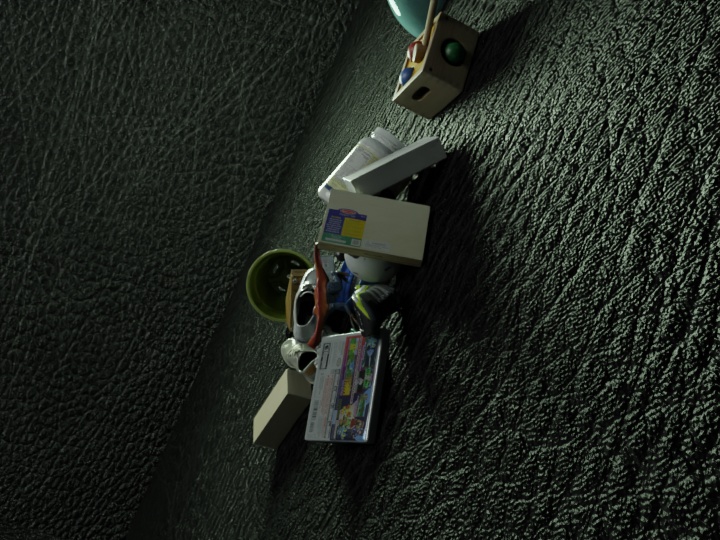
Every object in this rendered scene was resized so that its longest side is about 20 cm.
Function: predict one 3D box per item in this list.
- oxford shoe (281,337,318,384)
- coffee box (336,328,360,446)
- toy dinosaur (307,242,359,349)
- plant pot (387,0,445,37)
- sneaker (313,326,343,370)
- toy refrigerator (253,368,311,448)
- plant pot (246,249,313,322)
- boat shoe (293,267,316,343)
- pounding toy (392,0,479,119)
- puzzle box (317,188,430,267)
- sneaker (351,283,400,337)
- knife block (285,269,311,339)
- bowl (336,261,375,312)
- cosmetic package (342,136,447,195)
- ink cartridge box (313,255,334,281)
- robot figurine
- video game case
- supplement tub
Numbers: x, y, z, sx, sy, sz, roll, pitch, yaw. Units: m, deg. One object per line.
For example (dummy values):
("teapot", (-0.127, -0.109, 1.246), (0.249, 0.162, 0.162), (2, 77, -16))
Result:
("oxford shoe", (-0.133, 0.193, 1.629), (0.075, 0.058, 0.200), (-46, 31, -7))
("coffee box", (-0.023, 0.220, 1.374), (0.201, 0.044, 0.123), (-67, 18, 1))
("toy dinosaur", (-0.085, 0.072, 1.482), (0.105, 0.200, 0.182), (-40, 5, 31))
("plant pot", (0.153, -0.775, 2.009), (0.200, 0.134, 0.200), (-56, 20, 32))
("sneaker", (-0.053, 0.165, 1.526), (0.081, 0.075, 0.200), (-45, 19, 8))
("toy refrigerator", (-0.184, 0.331, 1.703), (0.200, 0.070, 0.076), (-57, 26, 33))
("plant pot", (-0.211, 0.030, 2.039), (0.190, 0.199, 0.201), (-90, 25, -83))
("boat shoe", (-0.107, 0.063, 1.578), (0.066, 0.073, 0.201), (89, -177, -49))
("pounding toy", (0.158, -0.472, 1.561), (0.200, 0.142, 0.185), (-29, 41, 65))
("puzzle box", (0.027, -0.083, 1.362), (0.025, 0.199, 0.134), (97, -175, -56))
("sneaker", (0.031, 0.061, 1.298), (0.200, 0.081, 0.074), (-83, -22, -74))
("knife block", (-0.149, 0.079, 1.755), (0.176, 0.064, 0.201), (-130, 42, -72))
("bowl", (0.000, 0.000, 1.611), (0.201, 0.039, 0.201), (-57, 19, 32))
("cosmetic package", (0.069, -0.206, 1.453), (0.199, 0.051, 0.083), (-27, 13, -6))
("ink cartridge box", (-0.089, 0.088, 1.734), (0.163, 0.057, 0.201), (112, 151, -62))
("robot figurine", (0.033, -0.071, 1.445), (0.150, 0.124, 0.201), (126, 161, -49))
("video game case", (-0.025, 0.210, 1.300), (0.182, 0.023, 0.201), (-14, 60, 49))
("supplement tub", (0.019, -0.199, 1.580), (0.200, 0.145, 0.145), (-49, 16, -1))
